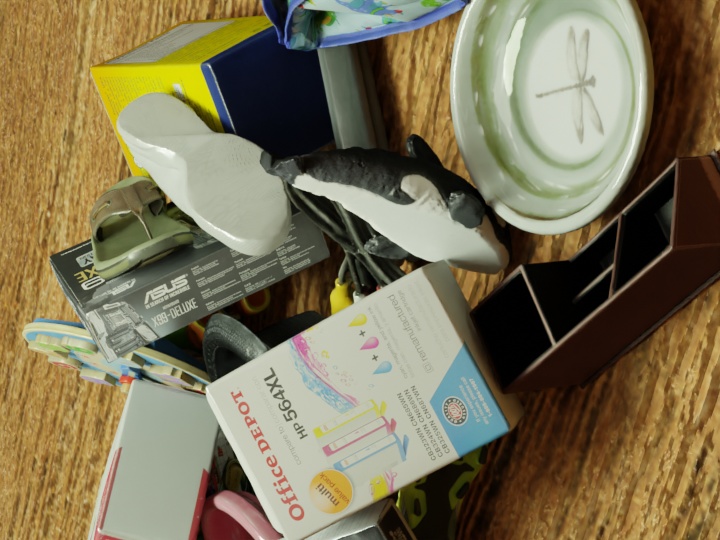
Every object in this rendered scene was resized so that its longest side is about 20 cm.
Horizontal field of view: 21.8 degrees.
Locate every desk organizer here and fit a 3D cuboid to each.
[{"bbox_3d":[0.163,0.005,1.239,0.200,0.077,0.072,-47,57,46],"label":"desk organizer"}]

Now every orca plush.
[{"bbox_3d":[0.025,-0.063,1.344,0.105,0.199,0.071,126,155,-57],"label":"orca plush"}]

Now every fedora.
[{"bbox_3d":[-0.042,0.103,1.493,0.201,0.091,0.201,46,156,27],"label":"fedora"}]

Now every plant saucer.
[{"bbox_3d":[0.140,-0.125,1.280,0.200,0.050,0.201,7,99,53],"label":"plant saucer"},{"bbox_3d":[-0.058,0.263,1.545,0.201,0.051,0.201,46,153,31],"label":"plant saucer"}]

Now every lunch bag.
[{"bbox_3d":[-0.005,-0.265,1.394,0.200,0.127,0.171,167,112,-65],"label":"lunch bag"}]

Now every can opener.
[{"bbox_3d":[0.013,-0.097,1.469,0.066,0.053,0.201,-20,77,18],"label":"can opener"}]

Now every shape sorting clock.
[{"bbox_3d":[-0.197,0.087,1.615,0.200,0.199,0.039,-10,61,54],"label":"shape sorting clock"}]

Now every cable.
[{"bbox_3d":[0.000,0.000,1.408,0.097,0.050,0.200,18,152,32],"label":"cable"}]

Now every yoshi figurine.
[{"bbox_3d":[-0.170,0.022,1.652,0.200,0.112,0.113,-13,67,56],"label":"yoshi figurine"}]

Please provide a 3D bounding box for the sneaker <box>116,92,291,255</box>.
[{"bbox_3d":[-0.111,-0.061,1.455,0.200,0.075,0.089,43,160,40],"label":"sneaker"}]

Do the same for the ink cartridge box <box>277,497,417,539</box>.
[{"bbox_3d":[-0.009,0.289,1.417,0.199,0.047,0.198,-26,103,30],"label":"ink cartridge box"}]

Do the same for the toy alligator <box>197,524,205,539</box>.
[{"bbox_3d":[-0.135,0.276,1.704,0.200,0.054,0.059,116,140,-50],"label":"toy alligator"}]

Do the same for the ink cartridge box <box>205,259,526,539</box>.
[{"bbox_3d":[-0.004,0.097,1.315,0.199,0.125,0.129,-29,88,9],"label":"ink cartridge box"}]

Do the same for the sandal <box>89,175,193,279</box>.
[{"bbox_3d":[-0.188,-0.044,1.500,0.201,0.080,0.058,-132,19,-66],"label":"sandal"}]

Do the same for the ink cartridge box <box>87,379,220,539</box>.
[{"bbox_3d":[-0.184,0.206,1.602,0.200,0.083,0.146,115,166,-57],"label":"ink cartridge box"}]

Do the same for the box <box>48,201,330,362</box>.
[{"bbox_3d":[-0.142,-0.010,1.527,0.050,0.199,0.158,69,169,-23],"label":"box"}]

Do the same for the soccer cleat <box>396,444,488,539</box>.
[{"bbox_3d":[0.048,0.170,1.429,0.084,0.064,0.201,-138,56,-64],"label":"soccer cleat"}]

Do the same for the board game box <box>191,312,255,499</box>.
[{"bbox_3d":[-0.124,0.126,1.695,0.105,0.023,0.201,-31,69,49],"label":"board game box"}]

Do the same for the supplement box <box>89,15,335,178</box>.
[{"bbox_3d":[-0.118,-0.141,1.557,0.200,0.109,0.110,7,123,54],"label":"supplement box"}]
